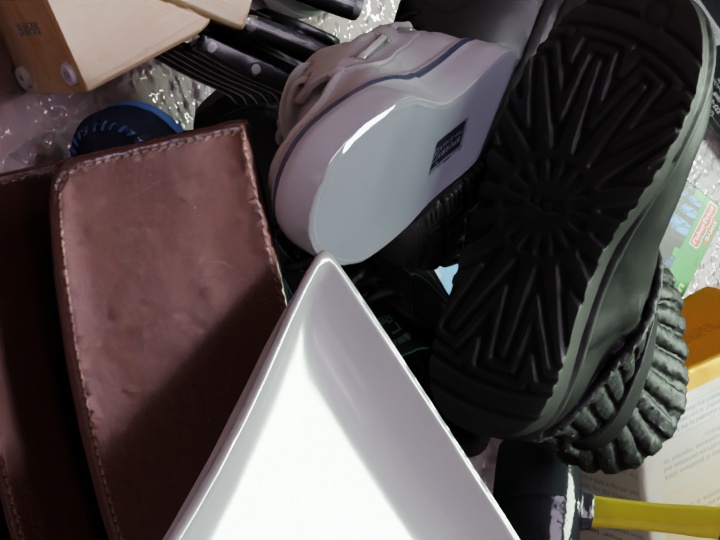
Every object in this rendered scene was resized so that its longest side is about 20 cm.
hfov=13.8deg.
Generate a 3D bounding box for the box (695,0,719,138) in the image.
[{"bbox_3d":[0.249,-0.150,1.687,0.200,0.132,0.115,49,41,-35],"label":"box"}]

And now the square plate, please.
[{"bbox_3d":[-0.008,0.130,1.065,0.198,0.028,0.200,57,41,-29],"label":"square plate"}]

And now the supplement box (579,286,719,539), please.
[{"bbox_3d":[0.163,0.125,1.471,0.126,0.073,0.201,-22,114,-36],"label":"supplement box"}]

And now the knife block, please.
[{"bbox_3d":[-0.076,-0.153,1.232,0.175,0.064,0.201,-32,107,-26],"label":"knife block"}]

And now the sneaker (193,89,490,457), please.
[{"bbox_3d":[0.000,0.000,1.303,0.200,0.075,0.079,51,6,-13],"label":"sneaker"}]

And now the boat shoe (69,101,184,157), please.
[{"bbox_3d":[-0.076,0.031,1.222,0.069,0.084,0.201,-30,103,-50],"label":"boat shoe"}]

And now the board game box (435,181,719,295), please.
[{"bbox_3d":[0.080,-0.009,1.434,0.200,0.037,0.152,33,82,-42],"label":"board game box"}]

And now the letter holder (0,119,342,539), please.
[{"bbox_3d":[-0.100,0.058,1.117,0.142,0.101,0.201,-14,94,-21],"label":"letter holder"}]

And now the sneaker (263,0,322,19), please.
[{"bbox_3d":[-0.049,-0.180,1.319,0.200,0.082,0.075,25,61,-48],"label":"sneaker"}]

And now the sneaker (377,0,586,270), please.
[{"bbox_3d":[0.046,-0.082,1.316,0.200,0.090,0.076,-57,165,-34],"label":"sneaker"}]

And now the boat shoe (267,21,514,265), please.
[{"bbox_3d":[-0.002,-0.055,1.173,0.200,0.065,0.074,-29,139,-66],"label":"boat shoe"}]

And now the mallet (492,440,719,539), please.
[{"bbox_3d":[0.156,0.125,1.365,0.041,0.199,0.066,99,3,-66],"label":"mallet"}]

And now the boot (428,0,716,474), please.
[{"bbox_3d":[0.111,-0.015,1.288,0.158,0.079,0.212,14,103,-61],"label":"boot"}]
